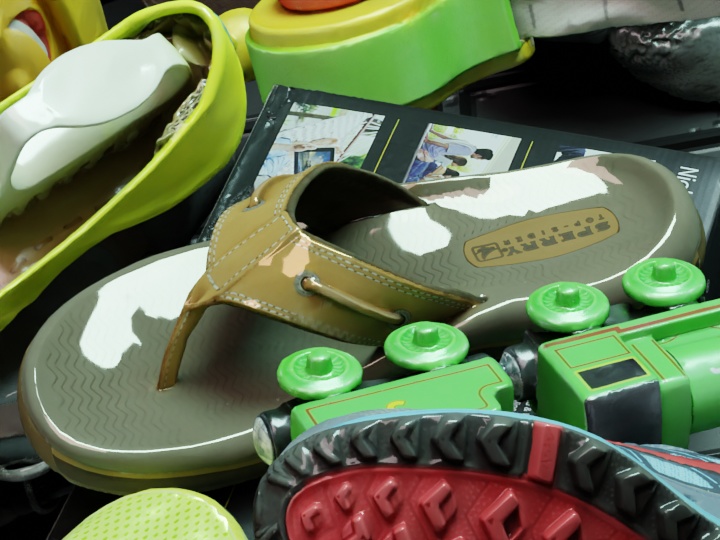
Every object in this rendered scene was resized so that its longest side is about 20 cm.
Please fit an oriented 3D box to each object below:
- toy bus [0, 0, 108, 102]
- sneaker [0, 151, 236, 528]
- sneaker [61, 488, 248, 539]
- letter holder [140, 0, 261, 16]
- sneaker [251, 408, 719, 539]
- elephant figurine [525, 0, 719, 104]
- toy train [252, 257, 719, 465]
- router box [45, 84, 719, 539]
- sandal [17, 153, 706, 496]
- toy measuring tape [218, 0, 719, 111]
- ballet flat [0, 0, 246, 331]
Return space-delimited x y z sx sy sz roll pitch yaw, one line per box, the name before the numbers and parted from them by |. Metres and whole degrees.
toy bus | -0.202 -0.044 0.923 0.200 0.136 0.192 0 56 15
sneaker | -0.091 0.031 0.849 0.082 0.077 0.200 33 63 18
sneaker | -0.079 0.101 0.633 0.078 0.090 0.200 16 36 20
letter holder | -0.097 -0.185 0.981 0.142 0.200 0.101 -20 40 -4
sneaker | 0.062 0.079 0.664 0.200 0.079 0.096 16 2 -18
elephant figurine | 0.098 -0.123 0.925 0.141 0.155 0.200 42 71 -2
toy train | 0.070 0.027 0.724 0.200 0.042 0.056 -14 32 -17
router box | 0.014 0.037 0.791 0.149 0.051 0.200 10 46 15
sandal | 0.000 0.000 0.751 0.200 0.054 0.080 -17 47 -11
toy measuring tape | 0.030 -0.073 0.871 0.200 0.074 0.074 -1 42 32
ballet flat | -0.113 -0.017 0.793 0.200 0.067 0.067 -37 75 -23
